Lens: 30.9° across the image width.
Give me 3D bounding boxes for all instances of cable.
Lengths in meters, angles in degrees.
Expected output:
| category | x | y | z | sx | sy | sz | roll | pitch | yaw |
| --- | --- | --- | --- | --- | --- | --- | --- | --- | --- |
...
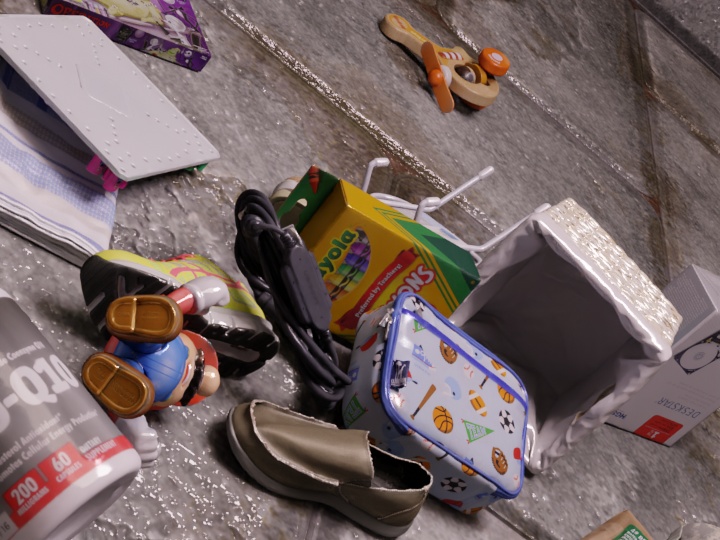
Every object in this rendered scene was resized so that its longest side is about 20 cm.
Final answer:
| category | x | y | z | sx | sy | sz | roll | pitch | yaw |
| --- | --- | --- | --- | --- | --- | --- | --- | --- | --- |
| cable | -0.066 | 0.031 | 1.130 | 0.163 | 0.050 | 0.202 | 28 | -37 | 65 |

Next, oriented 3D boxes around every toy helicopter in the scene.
| category | x | y | z | sx | sy | sz | roll | pitch | yaw |
| --- | --- | --- | --- | --- | --- | --- | --- | --- | --- |
| toy helicopter | 0.107 | -0.296 | 1.849 | 0.199 | 0.079 | 0.132 | 36 | 37 | 6 |

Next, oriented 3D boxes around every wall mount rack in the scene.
| category | x | y | z | sx | sy | sz | roll | pitch | yaw |
| --- | --- | --- | --- | --- | --- | --- | --- | --- | --- |
| wall mount rack | 0.101 | -0.069 | 1.439 | 0.172 | 0.075 | 0.200 | 5 | 23 | -33 |

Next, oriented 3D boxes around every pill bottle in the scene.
| category | x | y | z | sx | sy | sz | roll | pitch | yaw |
| --- | --- | --- | --- | --- | --- | --- | --- | --- | --- |
| pill bottle | -0.242 | 0.083 | 0.829 | 0.200 | 0.114 | 0.114 | 49 | 29 | 7 |

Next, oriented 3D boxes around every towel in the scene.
| category | x | y | z | sx | sy | sz | roll | pitch | yaw |
| --- | --- | --- | --- | --- | --- | --- | --- | --- | --- |
| towel | -0.270 | -0.094 | 1.120 | 0.146 | 0.024 | 0.201 | 32 | 31 | -25 |

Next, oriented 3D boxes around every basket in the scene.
| category | x | y | z | sx | sy | sz | roll | pitch | yaw |
| --- | --- | --- | --- | --- | --- | --- | --- | --- | --- |
| basket | 0.198 | 0.060 | 1.357 | 0.200 | 0.198 | 0.161 | 46 | 24 | 5 |

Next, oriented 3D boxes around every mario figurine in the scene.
| category | x | y | z | sx | sy | sz | roll | pitch | yaw |
| --- | --- | --- | --- | --- | --- | --- | --- | --- | --- |
| mario figurine | -0.134 | 0.069 | 0.942 | 0.107 | 0.123 | 0.200 | 57 | -4 | 5 |

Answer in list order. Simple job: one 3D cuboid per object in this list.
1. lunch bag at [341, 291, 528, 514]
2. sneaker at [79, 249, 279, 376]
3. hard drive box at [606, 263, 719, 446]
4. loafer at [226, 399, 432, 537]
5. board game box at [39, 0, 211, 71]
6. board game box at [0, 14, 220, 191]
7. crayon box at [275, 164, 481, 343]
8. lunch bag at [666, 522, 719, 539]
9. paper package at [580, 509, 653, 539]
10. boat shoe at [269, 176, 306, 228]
| category | x | y | z | sx | sy | sz | roll | pitch | yaw |
| --- | --- | --- | --- | --- | --- | --- | --- | --- | --- |
| lunch bag | 0.072 | 0.117 | 1.202 | 0.200 | 0.075 | 0.161 | 39 | 43 | -26 |
| sneaker | -0.155 | 0.021 | 1.072 | 0.199 | 0.078 | 0.091 | 30 | 30 | -47 |
| hard drive box | 0.374 | 0.103 | 1.522 | 0.155 | 0.200 | 0.077 | 21 | 37 | -35 |
| loafer | -0.021 | 0.151 | 1.075 | 0.199 | 0.070 | 0.076 | 28 | 32 | -28 |
| board game box | -0.257 | -0.287 | 1.385 | 0.199 | 0.032 | 0.121 | 14 | 37 | -43 |
| board game box | -0.242 | -0.157 | 1.200 | 0.200 | 0.026 | 0.200 | 46 | 20 | 6 |
| crayon box | 0.000 | 0.000 | 1.240 | 0.199 | 0.127 | 0.051 | 27 | 26 | -27 |
| lunch bag | 0.331 | 0.339 | 1.222 | 0.168 | 0.139 | 0.200 | 51 | 28 | 10 |
| paper package | 0.189 | 0.324 | 1.001 | 0.201 | 0.191 | 0.103 | 53 | 29 | 17 |
| boat shoe | -0.004 | -0.028 | 1.327 | 0.199 | 0.075 | 0.069 | 39 | 35 | -10 |
